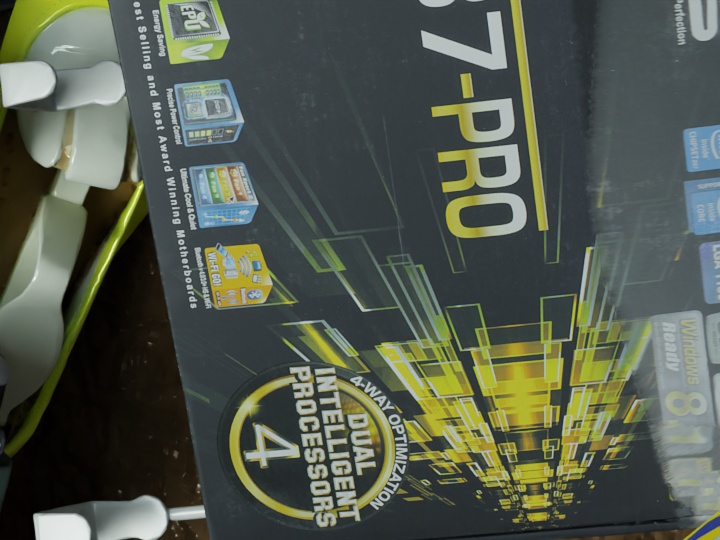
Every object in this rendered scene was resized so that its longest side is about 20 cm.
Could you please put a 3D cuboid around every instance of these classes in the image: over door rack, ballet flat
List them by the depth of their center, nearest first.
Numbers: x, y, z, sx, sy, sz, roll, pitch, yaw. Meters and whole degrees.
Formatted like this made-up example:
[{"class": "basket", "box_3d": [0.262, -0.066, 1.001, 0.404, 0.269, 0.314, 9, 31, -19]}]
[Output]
[{"class": "over door rack", "box_3d": [0.000, 0.000, 0.766, 0.199, 0.067, 0.149, -6, 87, 8]}, {"class": "ballet flat", "box_3d": [-0.095, -0.024, 0.823, 0.067, 0.067, 0.201, 19, 106, -16]}]

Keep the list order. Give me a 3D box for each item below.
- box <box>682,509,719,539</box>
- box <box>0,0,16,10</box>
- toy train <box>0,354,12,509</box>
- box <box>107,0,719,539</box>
[{"class": "box", "box_3d": [0.053, 0.150, 0.674, 0.200, 0.070, 0.064, -40, 110, 13]}, {"class": "box", "box_3d": [-0.206, -0.128, 0.863, 0.199, 0.112, 0.102, -11, 85, 30]}, {"class": "toy train", "box_3d": [-0.165, 0.100, 0.788, 0.114, 0.085, 0.201, 21, 97, 37]}, {"class": "box", "box_3d": [0.025, -0.024, 0.669, 0.160, 0.049, 0.201, -6, 114, 5]}]
